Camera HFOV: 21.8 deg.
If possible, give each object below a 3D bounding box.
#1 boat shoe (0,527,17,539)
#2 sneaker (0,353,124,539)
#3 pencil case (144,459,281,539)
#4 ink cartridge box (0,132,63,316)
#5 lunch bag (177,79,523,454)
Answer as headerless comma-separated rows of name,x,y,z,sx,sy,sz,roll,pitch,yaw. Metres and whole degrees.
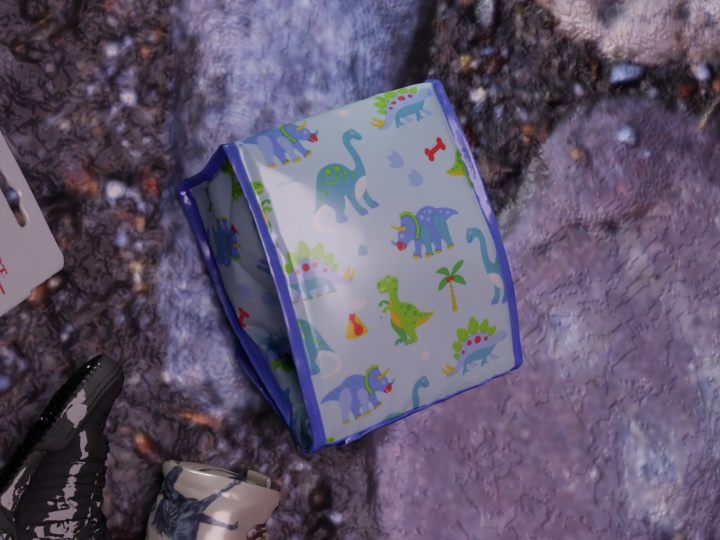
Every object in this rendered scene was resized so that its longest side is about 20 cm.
boat shoe,-0.235,0.162,1.076,0.200,0.070,0.066,43,99,0
sneaker,-0.179,0.159,1.152,0.104,0.060,0.200,37,77,-14
pencil case,-0.106,0.216,1.168,0.089,0.078,0.201,36,64,-60
ink cartridge box,-0.272,-0.005,1.089,0.200,0.068,0.116,-42,111,-55
lunch bag,0.000,0.000,1.213,0.170,0.127,0.200,-21,84,-25
